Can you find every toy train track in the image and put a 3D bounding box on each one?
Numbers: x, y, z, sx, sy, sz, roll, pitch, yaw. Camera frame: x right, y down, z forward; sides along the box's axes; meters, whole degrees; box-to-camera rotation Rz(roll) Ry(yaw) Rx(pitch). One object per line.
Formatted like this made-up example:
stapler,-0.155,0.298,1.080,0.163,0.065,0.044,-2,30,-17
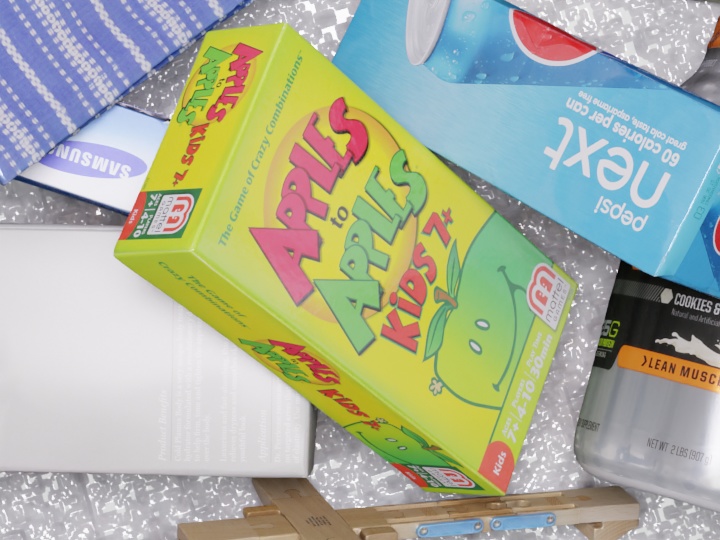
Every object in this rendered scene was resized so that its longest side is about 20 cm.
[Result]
toy train track,0.022,0.116,1.058,0.199,0.115,0.033,-4,107,-19

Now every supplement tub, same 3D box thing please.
supplement tub,0.169,0.002,1.042,0.122,0.123,0.201,15,88,-1

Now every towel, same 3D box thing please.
towel,-0.112,-0.143,0.997,0.200,0.024,0.145,-41,104,-31

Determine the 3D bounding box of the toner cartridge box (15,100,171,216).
toner cartridge box,-0.173,-0.070,1.051,0.199,0.095,0.043,18,89,0

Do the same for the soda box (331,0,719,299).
soda box,0.078,-0.060,1.010,0.200,0.064,0.068,32,100,40

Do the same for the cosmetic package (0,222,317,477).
cosmetic package,-0.117,0.033,1.055,0.199,0.090,0.107,3,88,2

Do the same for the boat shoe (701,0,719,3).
boat shoe,0.083,-0.165,1.069,0.198,0.075,0.066,11,84,1

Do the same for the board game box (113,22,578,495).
board game box,0.000,0.000,1.005,0.200,0.047,0.102,40,63,-38
